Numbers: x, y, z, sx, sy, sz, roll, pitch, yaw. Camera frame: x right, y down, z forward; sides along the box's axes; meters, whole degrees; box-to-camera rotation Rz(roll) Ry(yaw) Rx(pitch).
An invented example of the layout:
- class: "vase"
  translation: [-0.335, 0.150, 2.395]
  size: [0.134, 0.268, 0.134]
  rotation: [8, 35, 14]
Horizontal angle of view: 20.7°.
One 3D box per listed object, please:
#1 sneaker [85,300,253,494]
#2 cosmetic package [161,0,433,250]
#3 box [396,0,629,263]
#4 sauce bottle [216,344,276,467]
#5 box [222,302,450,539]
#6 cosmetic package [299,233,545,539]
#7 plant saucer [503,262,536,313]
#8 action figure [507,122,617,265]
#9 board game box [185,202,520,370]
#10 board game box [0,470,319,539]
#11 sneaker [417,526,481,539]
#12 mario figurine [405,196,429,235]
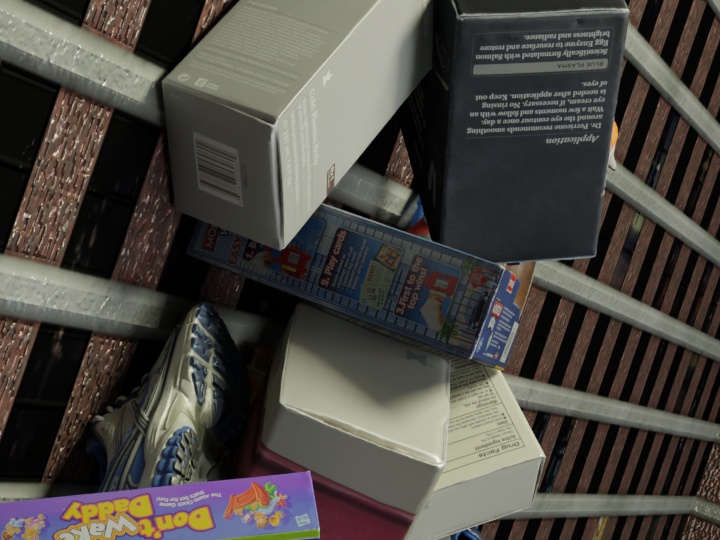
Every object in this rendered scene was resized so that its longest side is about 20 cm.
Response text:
- class: "sneaker"
  translation: [-0.124, 0.092, 1.191]
  size: [0.200, 0.085, 0.077]
  rotation: [-77, 147, -53]
- class: "cosmetic package"
  translation: [-0.034, -0.120, 1.202]
  size: [0.200, 0.090, 0.107]
  rotation: [-51, 152, -36]
- class: "box"
  translation: [0.096, -0.141, 1.346]
  size: [0.197, 0.117, 0.201]
  rotation: [-103, -168, -51]
- class: "sauce bottle"
  translation: [-0.079, 0.153, 1.355]
  size: [0.201, 0.066, 0.066]
  rotation: [-69, 160, -6]
- class: "box"
  translation: [-0.032, 0.145, 1.229]
  size: [0.128, 0.108, 0.201]
  rotation: [-83, -165, -62]
- class: "cosmetic package"
  translation: [0.039, 0.080, 1.367]
  size: [0.103, 0.201, 0.073]
  rotation: [-15, 147, -15]
- class: "plant saucer"
  translation: [0.108, 0.016, 1.756]
  size: [0.200, 0.034, 0.201]
  rotation: [-51, 151, -43]
- class: "action figure"
  translation: [0.156, -0.108, 1.650]
  size: [0.193, 0.104, 0.201]
  rotation: [18, 75, -52]
- class: "board game box"
  translation: [0.000, 0.000, 1.257]
  size: [0.200, 0.199, 0.062]
  rotation: [27, 83, -80]
- class: "board game box"
  translation: [-0.123, 0.183, 1.097]
  size: [0.045, 0.199, 0.135]
  rotation: [-103, -170, -49]
- class: "sneaker"
  translation: [0.047, 0.181, 1.418]
  size: [0.200, 0.082, 0.074]
  rotation: [-78, 178, -61]
- class: "mario figurine"
  translation: [0.061, 0.017, 1.521]
  size: [0.124, 0.106, 0.200]
  rotation: [50, 44, -27]
